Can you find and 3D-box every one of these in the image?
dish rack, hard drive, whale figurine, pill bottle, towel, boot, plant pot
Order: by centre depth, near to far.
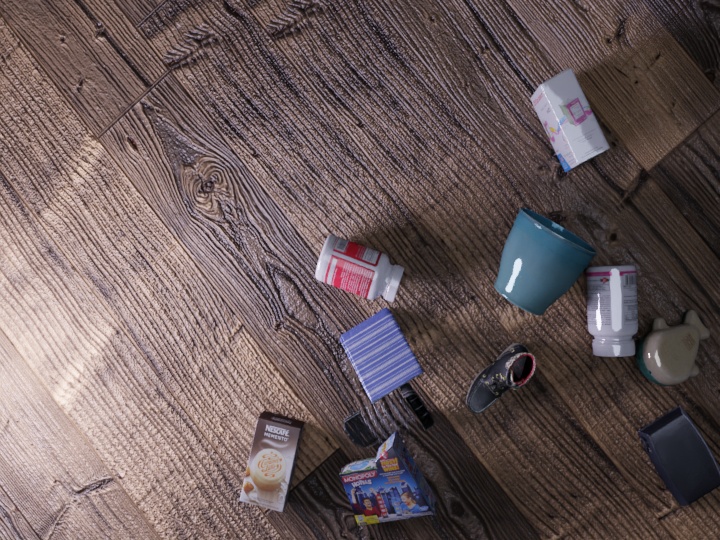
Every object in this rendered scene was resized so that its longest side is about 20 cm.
[{"bbox_3d":[0.407,-0.011,1.586,0.197,0.200,0.191,28,107,3],"label":"plant pot"},{"bbox_3d":[0.323,0.255,1.599,0.073,0.154,0.204,42,92,3],"label":"boot"},{"bbox_3d":[0.582,0.092,1.604,0.110,0.113,0.206,-2,89,3],"label":"pill bottle"},{"bbox_3d":[0.725,0.180,1.616,0.199,0.104,0.160,-38,88,-22],"label":"whale figurine"},{"bbox_3d":[0.757,0.438,1.626,0.133,0.042,0.203,-30,88,3],"label":"hard drive"},{"bbox_3d":[0.062,0.354,1.627,0.197,0.055,0.155,-30,131,3],"label":"dish rack"},{"bbox_3d":[0.046,0.197,1.635,0.143,0.024,0.202,-31,55,2],"label":"towel"},{"bbox_3d":[0.000,0.000,1.642,0.195,0.112,0.115,20,91,4],"label":"pill bottle"}]

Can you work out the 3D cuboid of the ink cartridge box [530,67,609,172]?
[{"bbox_3d":[0.478,-0.343,1.597,0.083,0.145,0.204,-24,88,4],"label":"ink cartridge box"}]

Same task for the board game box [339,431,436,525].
[{"bbox_3d":[0.060,0.488,1.632,0.195,0.062,0.205,-13,107,16],"label":"board game box"}]

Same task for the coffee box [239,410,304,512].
[{"bbox_3d":[-0.212,0.457,1.668,0.111,0.080,0.206,12,90,3],"label":"coffee box"}]
